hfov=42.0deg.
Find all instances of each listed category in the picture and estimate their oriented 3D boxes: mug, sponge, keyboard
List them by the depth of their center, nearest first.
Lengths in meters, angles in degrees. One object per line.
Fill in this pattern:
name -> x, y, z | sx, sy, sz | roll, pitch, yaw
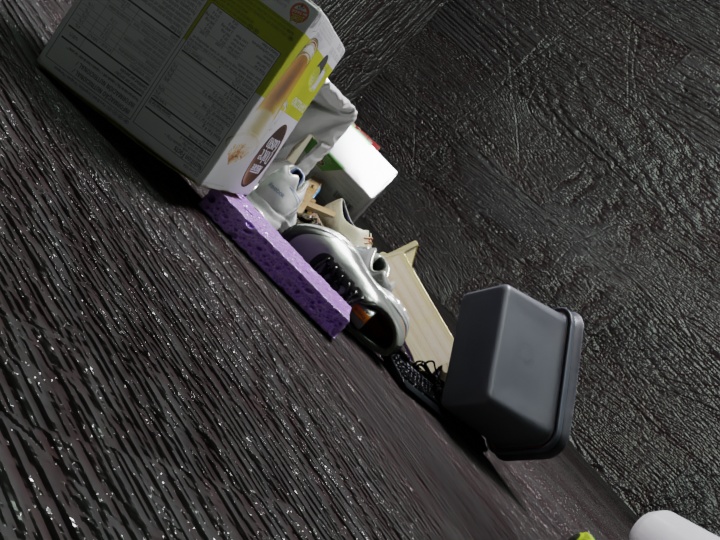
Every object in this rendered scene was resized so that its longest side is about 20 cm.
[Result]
sponge -> -0.087, -0.013, 1.014 | 0.200, 0.030, 0.112 | 45, 5, -2
keyboard -> 0.099, 0.151, 1.188 | 0.200, 0.040, 0.104 | 43, 6, -39
mug -> 0.526, 0.499, 1.572 | 0.148, 0.189, 0.153 | 3, 18, -30

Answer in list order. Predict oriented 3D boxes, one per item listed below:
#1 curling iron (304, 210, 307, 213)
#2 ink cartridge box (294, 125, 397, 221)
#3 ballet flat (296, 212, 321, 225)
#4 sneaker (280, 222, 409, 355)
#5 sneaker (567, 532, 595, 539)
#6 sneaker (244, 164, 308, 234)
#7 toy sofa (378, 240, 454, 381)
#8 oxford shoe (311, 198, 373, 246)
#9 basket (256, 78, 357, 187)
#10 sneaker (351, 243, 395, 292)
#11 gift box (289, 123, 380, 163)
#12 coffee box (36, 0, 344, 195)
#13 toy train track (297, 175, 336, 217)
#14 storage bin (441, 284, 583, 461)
curling iron -> -0.112, -0.128, 1.563 | 0.200, 0.025, 0.050 | 50, 26, -6
ink cartridge box -> -0.045, -0.155, 1.650 | 0.146, 0.084, 0.200 | 46, -32, -1
ballet flat -> -0.031, -0.011, 1.382 | 0.200, 0.046, 0.067 | 46, 6, 7
sneaker -> -0.016, 0.022, 1.103 | 0.200, 0.074, 0.079 | 44, 13, -10
sneaker -> 0.179, 0.273, 0.675 | 0.083, 0.074, 0.200 | 41, 15, -20
sneaker -> -0.102, -0.097, 1.260 | 0.074, 0.087, 0.200 | 42, 4, -4
toy sofa -> 0.080, 0.069, 1.344 | 0.201, 0.097, 0.083 | 60, -14, 19
oxford shoe -> -0.007, -0.027, 1.500 | 0.201, 0.074, 0.071 | 56, 7, 13
basket -> -0.148, -0.231, 1.337 | 0.161, 0.198, 0.200 | 45, 5, 33
sneaker -> 0.000, 0.000, 1.273 | 0.070, 0.080, 0.201 | 40, 12, -31
gift box -> -0.073, -0.247, 2.136 | 0.184, 0.187, 0.200 | 43, 20, 2
coffee box -> -0.158, -0.213, 0.941 | 0.199, 0.199, 0.200 | 36, 5, 4
toy train track -> -0.091, -0.110, 1.505 | 0.114, 0.033, 0.200 | 23, 22, 0
storage bin -> 0.179, 0.120, 1.190 | 0.134, 0.202, 0.145 | 32, -30, -32
